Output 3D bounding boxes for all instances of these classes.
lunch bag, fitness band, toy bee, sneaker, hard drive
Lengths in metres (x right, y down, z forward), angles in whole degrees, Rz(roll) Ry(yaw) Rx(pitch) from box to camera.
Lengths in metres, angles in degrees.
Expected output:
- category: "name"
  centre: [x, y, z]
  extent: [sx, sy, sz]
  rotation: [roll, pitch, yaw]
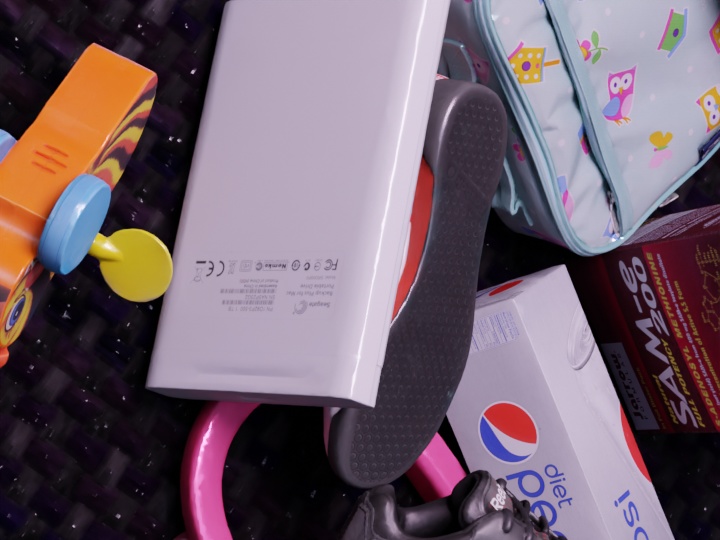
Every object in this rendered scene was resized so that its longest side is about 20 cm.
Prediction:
- category: "lunch bag"
  centre: [0.114, -0.111, 1.019]
  extent: [0.160, 0.077, 0.200]
  rotation: [-45, 128, -25]
- category: "fitness band"
  centre: [-0.008, 0.134, 0.996]
  extent: [0.144, 0.037, 0.200]
  rotation: [-39, 101, -23]
- category: "toy bee"
  centre: [-0.166, -0.014, 0.920]
  extent: [0.200, 0.109, 0.131]
  rotation: [-32, 66, -36]
- category: "sneaker"
  centre: [0.001, 0.000, 0.983]
  extent: [0.067, 0.108, 0.202]
  rotation: [14, 90, -44]
- category: "sneaker"
  centre: [0.078, 0.148, 0.943]
  extent: [0.200, 0.071, 0.098]
  rotation: [10, 100, -3]
- category: "hard drive"
  centre: [-0.031, -0.036, 0.952]
  extent: [0.026, 0.132, 0.200]
  rotation: [25, 71, -47]

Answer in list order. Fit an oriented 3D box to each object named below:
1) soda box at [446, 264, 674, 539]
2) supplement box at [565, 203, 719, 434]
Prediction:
- category: "soda box"
  centre: [0.103, 0.104, 1.021]
  extent: [0.068, 0.063, 0.200]
  rotation: [-28, 96, -57]
- category: "supplement box"
  centre: [0.192, 0.022, 1.007]
  extent: [0.061, 0.200, 0.109]
  rotation: [-25, 95, -23]
